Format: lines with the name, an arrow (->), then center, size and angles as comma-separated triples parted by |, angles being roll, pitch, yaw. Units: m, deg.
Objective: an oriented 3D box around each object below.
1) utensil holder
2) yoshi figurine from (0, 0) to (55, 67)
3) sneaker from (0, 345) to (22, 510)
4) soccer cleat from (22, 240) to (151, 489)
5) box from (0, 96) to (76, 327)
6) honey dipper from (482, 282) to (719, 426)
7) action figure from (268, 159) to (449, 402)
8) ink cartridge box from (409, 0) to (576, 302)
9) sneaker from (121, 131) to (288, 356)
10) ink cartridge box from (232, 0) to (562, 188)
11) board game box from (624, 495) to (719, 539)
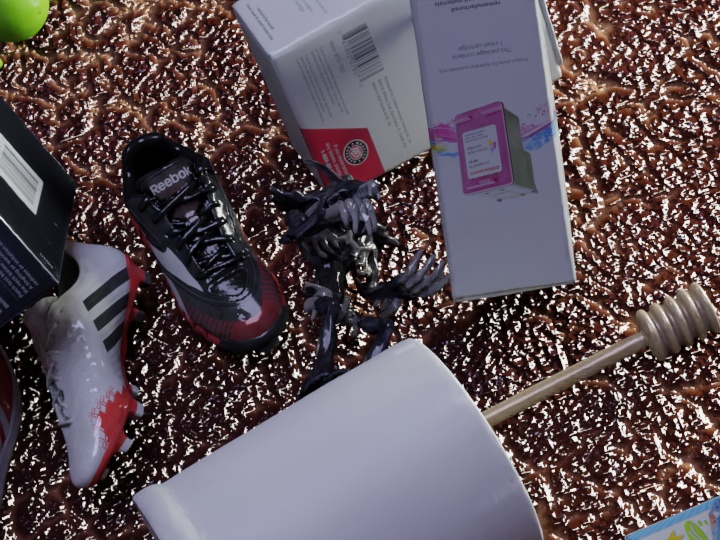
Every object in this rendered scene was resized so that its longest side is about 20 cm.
utensil holder -> -0.013, 0.158, 1.277 | 0.199, 0.170, 0.170 | -32, 52, -11
yoshi figurine -> -0.333, -0.208, 1.681 | 0.199, 0.112, 0.112 | -19, 68, 0
sneaker -> -0.286, 0.105, 1.428 | 0.071, 0.113, 0.201 | -9, 53, 9
soccer cleat -> -0.196, 0.061, 1.444 | 0.085, 0.069, 0.201 | 22, 47, -23
box -> -0.310, -0.011, 1.438 | 0.198, 0.123, 0.200 | -36, 19, 10
honey dipper -> 0.142, 0.070, 1.378 | 0.199, 0.038, 0.038 | -28, 52, -1
action figure -> 0.000, 0.000, 1.421 | 0.102, 0.119, 0.201 | -28, 51, 37
ink cartridge box -> 0.090, -0.085, 1.378 | 0.084, 0.145, 0.201 | -7, 93, 6
sneaker -> -0.117, -0.025, 1.482 | 0.071, 0.098, 0.201 | -29, 53, -8
ink cartridge box -> 0.030, -0.166, 1.507 | 0.199, 0.146, 0.083 | -29, 42, -6
board game box -> 0.257, 0.218, 1.235 | 0.134, 0.034, 0.201 | -23, 52, 0
